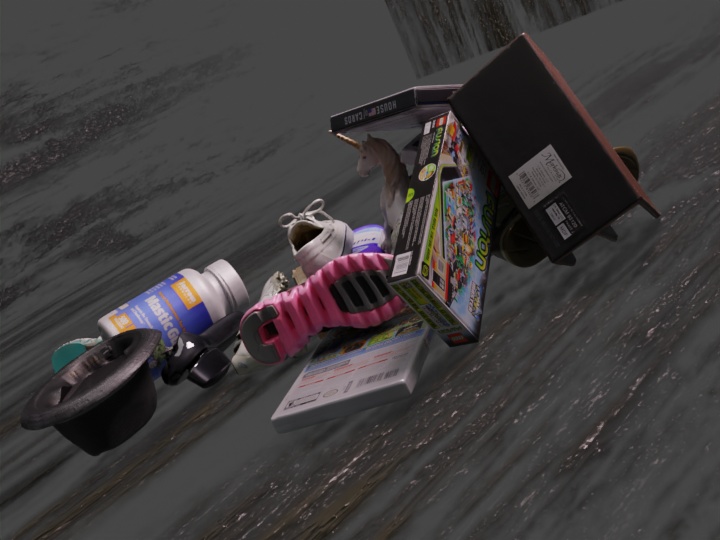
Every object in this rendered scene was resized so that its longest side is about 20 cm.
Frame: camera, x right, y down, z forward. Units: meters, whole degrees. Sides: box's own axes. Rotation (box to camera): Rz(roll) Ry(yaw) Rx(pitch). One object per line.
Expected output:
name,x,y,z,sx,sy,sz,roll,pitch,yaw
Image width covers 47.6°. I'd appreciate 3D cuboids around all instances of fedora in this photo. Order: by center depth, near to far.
fedora,-0.304,0.154,0.982,0.198,0.093,0.201,-25,18,8

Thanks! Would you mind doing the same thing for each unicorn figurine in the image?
unicorn figurine,0.042,-0.067,0.956,0.073,0.139,0.201,-21,47,-18

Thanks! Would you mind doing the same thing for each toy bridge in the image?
toy bridge,-0.065,0.027,1.056,0.027,0.068,0.200,-26,15,-2

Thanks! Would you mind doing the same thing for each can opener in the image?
can opener,-0.197,0.102,1.059,0.063,0.079,0.200,-45,2,17

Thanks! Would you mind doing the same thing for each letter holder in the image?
letter holder,0.201,-0.114,0.831,0.100,0.202,0.141,-37,-20,23

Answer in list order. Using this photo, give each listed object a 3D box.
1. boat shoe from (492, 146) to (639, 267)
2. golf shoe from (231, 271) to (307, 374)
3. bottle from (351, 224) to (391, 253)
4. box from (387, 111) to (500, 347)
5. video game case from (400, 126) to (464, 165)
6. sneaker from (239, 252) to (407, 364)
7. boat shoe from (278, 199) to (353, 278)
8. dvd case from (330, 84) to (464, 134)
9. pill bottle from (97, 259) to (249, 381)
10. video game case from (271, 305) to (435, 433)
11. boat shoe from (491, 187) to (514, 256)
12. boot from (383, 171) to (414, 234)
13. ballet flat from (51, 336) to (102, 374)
boat shoe,0.222,-0.076,0.905,0.199,0.073,0.066,-36,22,-16
golf shoe,-0.120,0.065,1.016,0.096,0.079,0.200,-30,13,7
bottle,0.000,0.000,1.038,0.082,0.066,0.200,-22,15,12
box,0.086,-0.042,0.789,0.034,0.110,0.203,-15,47,36
video game case,0.136,-0.145,0.979,0.140,0.018,0.200,12,21,11
sneaker,-0.030,0.030,0.864,0.197,0.080,0.095,-21,3,15
boat shoe,-0.061,-0.041,0.998,0.074,0.086,0.202,-38,15,11
dvd case,0.085,-0.185,0.934,0.197,0.025,0.149,-11,3,-39
pill bottle,-0.260,0.068,1.157,0.198,0.114,0.111,-34,16,-24
video game case,0.007,0.083,0.809,0.141,0.018,0.200,-20,16,24
boat shoe,0.167,-0.053,0.962,0.198,0.072,0.062,-30,37,6
boot,0.102,-0.122,1.045,0.132,0.070,0.200,-51,6,-24
ballet flat,-0.412,0.139,1.308,0.197,0.073,0.072,-14,19,33
